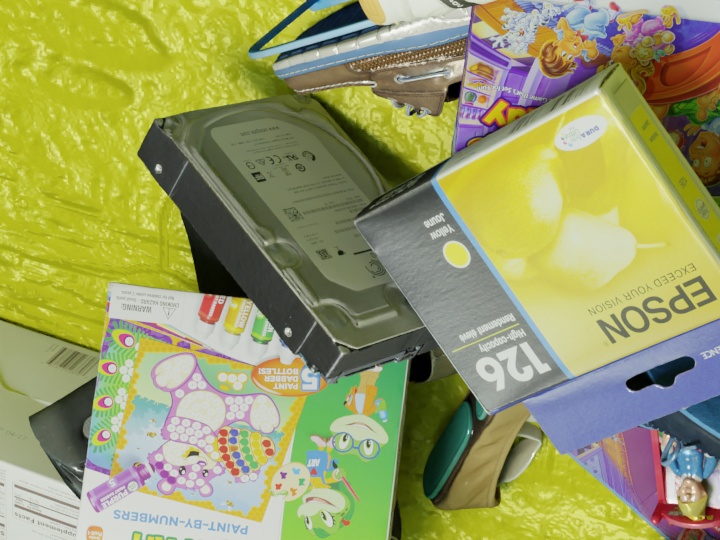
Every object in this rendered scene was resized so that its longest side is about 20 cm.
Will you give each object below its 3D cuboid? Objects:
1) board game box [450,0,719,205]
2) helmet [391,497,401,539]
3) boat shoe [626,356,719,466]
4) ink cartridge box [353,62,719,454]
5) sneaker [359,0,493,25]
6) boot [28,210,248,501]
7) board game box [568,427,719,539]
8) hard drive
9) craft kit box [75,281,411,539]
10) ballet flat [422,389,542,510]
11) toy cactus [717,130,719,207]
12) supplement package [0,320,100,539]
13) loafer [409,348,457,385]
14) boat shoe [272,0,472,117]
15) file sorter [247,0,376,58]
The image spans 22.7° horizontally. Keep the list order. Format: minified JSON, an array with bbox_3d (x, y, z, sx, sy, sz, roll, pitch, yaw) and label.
[{"bbox_3d":[0.159,-0.110,1.029,0.200,0.045,0.135,6,122,0],"label":"board game box"},{"bbox_3d":[-0.065,0.187,1.261,0.200,0.200,0.191,33,96,6],"label":"helmet"},{"bbox_3d":[0.192,0.067,1.120,0.200,0.084,0.069,45,147,43],"label":"boat shoe"},{"bbox_3d":[0.122,0.009,1.015,0.198,0.047,0.200,-28,100,41],"label":"ink cartridge box"},{"bbox_3d":[0.068,-0.203,0.970,0.088,0.200,0.076,0,138,29],"label":"sneaker"},{"bbox_3d":[-0.139,0.053,1.214,0.200,0.066,0.165,-39,65,2],"label":"boot"},{"bbox_3d":[0.223,0.128,1.177,0.200,0.039,0.158,41,128,0],"label":"board game box"},{"bbox_3d":[-0.028,-0.026,1.114,0.200,0.140,0.038,51,131,22],"label":"hard drive"},{"bbox_3d":[-0.074,0.116,1.143,0.200,0.049,0.198,6,87,4],"label":"craft kit box"},{"bbox_3d":[0.098,0.093,1.206,0.063,0.069,0.200,11,138,-11],"label":"ballet flat"},{"bbox_3d":[0.287,-0.028,0.971,0.200,0.102,0.165,-21,82,12],"label":"toy cactus"},{"bbox_3d":[-0.247,0.138,1.347,0.200,0.156,0.111,17,123,17],"label":"supplement package"},{"bbox_3d":[0.000,0.000,1.199,0.200,0.067,0.076,38,127,1],"label":"loafer"},{"bbox_3d":[0.037,-0.132,1.103,0.200,0.072,0.072,-10,119,35],"label":"boat shoe"},{"bbox_3d":[-0.029,-0.242,1.040,0.139,0.123,0.200,-12,111,31],"label":"file sorter"}]
